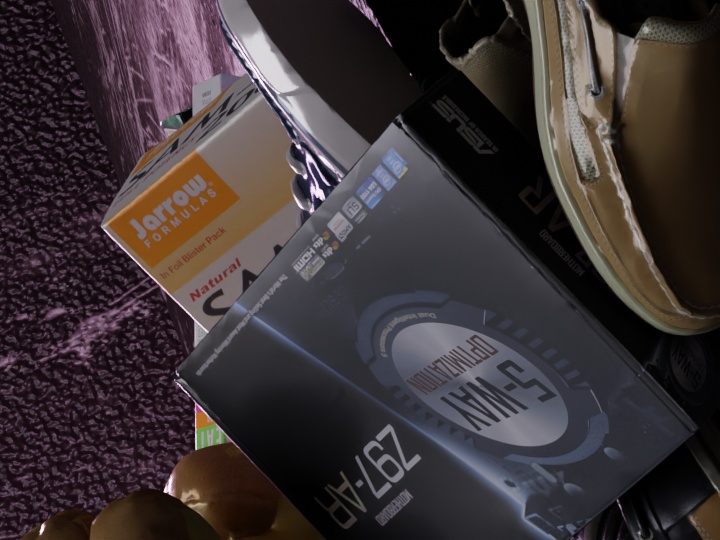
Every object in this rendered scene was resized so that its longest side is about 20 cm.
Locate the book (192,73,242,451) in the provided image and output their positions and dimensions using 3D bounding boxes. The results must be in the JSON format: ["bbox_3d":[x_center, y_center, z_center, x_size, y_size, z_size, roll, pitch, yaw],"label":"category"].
[{"bbox_3d":[-0.019,0.014,1.336,0.048,0.133,0.201,-19,66,50],"label":"book"}]

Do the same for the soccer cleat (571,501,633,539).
[{"bbox_3d":[0.111,0.119,1.199,0.067,0.081,0.200,40,-171,-28],"label":"soccer cleat"}]

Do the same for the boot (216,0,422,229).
[{"bbox_3d":[-0.007,-0.031,1.131,0.200,0.073,0.090,50,125,4],"label":"boot"}]

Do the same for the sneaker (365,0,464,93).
[{"bbox_3d":[0.052,-0.096,1.158,0.082,0.073,0.200,64,-174,32],"label":"sneaker"}]

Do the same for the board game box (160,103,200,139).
[{"bbox_3d":[-0.021,-0.004,1.387,0.023,0.105,0.201,-10,105,49],"label":"board game box"}]

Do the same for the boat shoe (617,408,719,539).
[{"bbox_3d":[0.105,0.049,1.143,0.075,0.062,0.200,41,-165,-45],"label":"boat shoe"}]

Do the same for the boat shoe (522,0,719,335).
[{"bbox_3d":[0.101,-0.075,0.978,0.076,0.071,0.201,-17,93,65],"label":"boat shoe"}]

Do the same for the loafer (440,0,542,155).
[{"bbox_3d":[0.069,-0.083,1.078,0.076,0.067,0.201,-141,33,-73],"label":"loafer"}]

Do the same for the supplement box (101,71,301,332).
[{"bbox_3d":[0.000,0.000,1.243,0.200,0.126,0.074,45,-150,-13],"label":"supplement box"}]

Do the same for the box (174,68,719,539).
[{"bbox_3d":[0.033,0.040,1.080,0.160,0.044,0.200,47,136,3],"label":"box"}]

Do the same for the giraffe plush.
[{"bbox_3d":[-0.046,0.140,1.204,0.200,0.172,0.162,49,-137,-21],"label":"giraffe plush"}]
